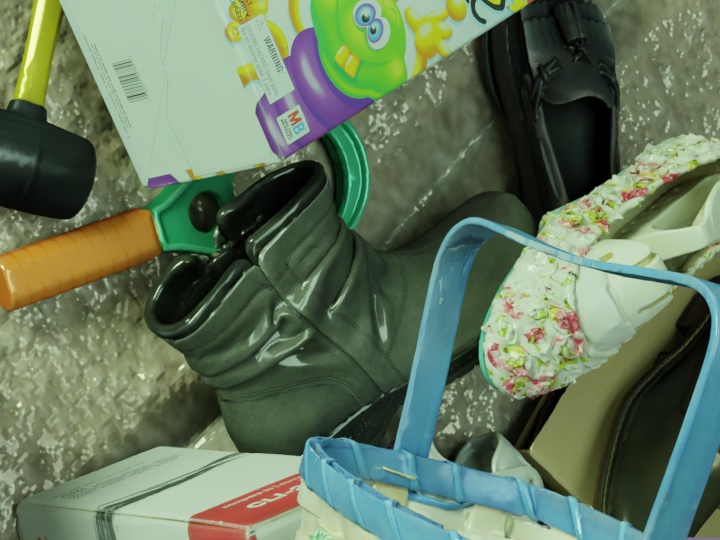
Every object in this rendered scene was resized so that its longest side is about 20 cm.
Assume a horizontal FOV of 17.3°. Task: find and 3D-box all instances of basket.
[{"bbox_3d":[0.059,0.089,0.852,0.138,0.176,0.201,18,89,-30],"label":"basket"}]

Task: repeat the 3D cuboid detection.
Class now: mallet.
[{"bbox_3d":[-0.129,-0.120,1.051,0.066,0.041,0.201,25,72,-30],"label":"mallet"}]

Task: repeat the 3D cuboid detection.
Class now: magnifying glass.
[{"bbox_3d":[-0.079,-0.024,1.088,0.199,0.022,0.080,-21,101,-30],"label":"magnifying glass"}]

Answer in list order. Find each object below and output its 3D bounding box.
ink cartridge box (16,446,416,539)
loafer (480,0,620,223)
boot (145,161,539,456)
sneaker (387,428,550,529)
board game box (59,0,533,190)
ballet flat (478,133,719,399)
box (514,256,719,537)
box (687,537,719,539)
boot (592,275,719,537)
[{"bbox_3d":[-0.052,0.157,1.000,0.083,0.199,0.145,-19,100,-34],"label":"ink cartridge box"},{"bbox_3d":[0.107,-0.071,1.181,0.071,0.063,0.202,-6,93,-32],"label":"loafer"},{"bbox_3d":[0.000,0.000,1.083,0.200,0.068,0.131,-43,130,-23],"label":"boot"},{"bbox_3d":[0.084,0.139,1.158,0.199,0.075,0.100,27,72,-31],"label":"sneaker"},{"bbox_3d":[-0.019,-0.130,1.059,0.200,0.103,0.105,-36,108,-38],"label":"board game box"},{"bbox_3d":[0.130,-0.009,1.116,0.200,0.064,0.076,-44,117,-39],"label":"ballet flat"},{"bbox_3d":[0.181,0.093,1.241,0.200,0.021,0.164,45,60,-24],"label":"box"},{"bbox_3d":[0.096,0.162,1.010,0.136,0.200,0.039,-29,99,-28],"label":"box"},{"bbox_3d":[0.187,0.073,1.170,0.075,0.097,0.201,44,58,-25],"label":"boot"}]
